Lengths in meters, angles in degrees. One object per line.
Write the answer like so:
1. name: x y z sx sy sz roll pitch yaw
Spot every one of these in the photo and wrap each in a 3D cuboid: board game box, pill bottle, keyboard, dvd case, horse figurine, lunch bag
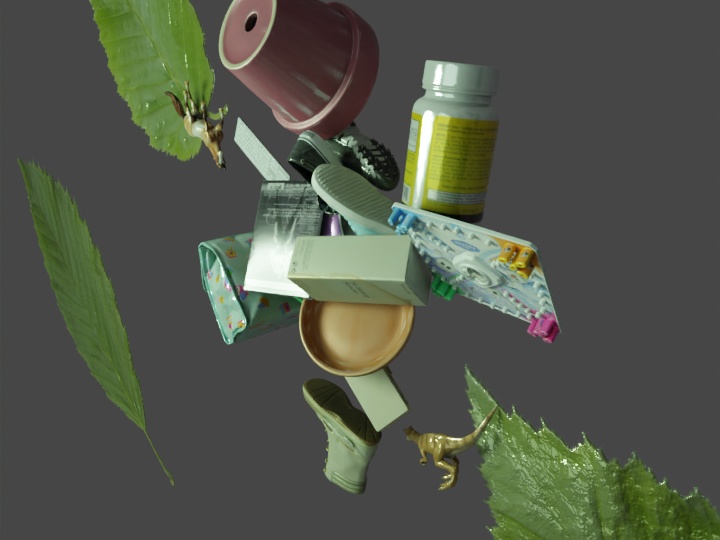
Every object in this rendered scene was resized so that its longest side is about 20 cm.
1. board game box: 0.144 0.006 0.671 0.198 0.026 0.200 23 160 39
2. pill bottle: 0.117 -0.160 0.688 0.113 0.113 0.204 24 118 39
3. keyboard: -0.201 -0.229 1.075 0.201 0.011 0.057 50 131 25
4. dvd case: -0.128 -0.058 0.924 0.146 0.016 0.204 5 81 30
5. horse figurine: -0.353 -0.327 1.168 0.199 0.050 0.134 38 143 23
6. lunch bag: -0.209 0.019 1.034 0.122 0.168 0.202 -42 70 47

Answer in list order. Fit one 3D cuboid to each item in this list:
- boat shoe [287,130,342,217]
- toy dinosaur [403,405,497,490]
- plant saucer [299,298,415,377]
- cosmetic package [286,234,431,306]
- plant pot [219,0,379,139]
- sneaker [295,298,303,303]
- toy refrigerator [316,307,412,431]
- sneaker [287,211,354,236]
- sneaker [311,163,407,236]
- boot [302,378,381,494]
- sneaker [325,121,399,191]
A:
1. boat shoe: -0.044 -0.120 0.825 0.069 0.067 0.201 21 156 44
2. toy dinosaur: 0.134 0.278 0.830 0.198 0.060 0.108 -20 85 47
3. plant saucer: -0.004 0.075 0.865 0.196 0.038 0.204 -8 65 16
4. cosmetic package: 0.000 0.000 0.805 0.197 0.103 0.074 2 68 29
5. plant pot: -0.100 -0.319 0.783 0.198 0.177 0.204 -10 74 39
6. sneaker: -0.108 -0.001 0.987 0.202 0.083 0.074 57 134 19
7. toy refrigerator: 0.009 0.166 0.905 0.069 0.076 0.201 -34 71 2
8. sneaker: -0.073 -0.101 0.949 0.114 0.072 0.202 -41 65 24
9. sneaker: 0.002 -0.078 0.794 0.198 0.075 0.082 32 140 -17
10. boot: -0.050 0.318 1.026 0.199 0.071 0.157 34 126 35
11. sneaker: -0.010 -0.175 0.855 0.200 0.066 0.091 49 134 30
